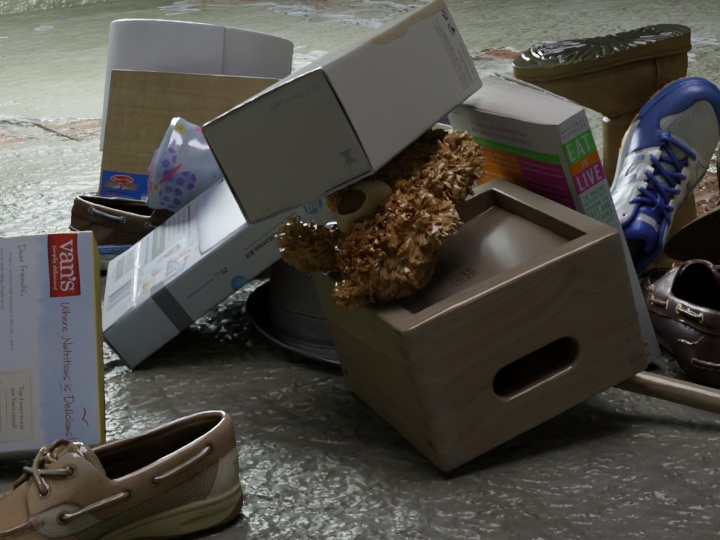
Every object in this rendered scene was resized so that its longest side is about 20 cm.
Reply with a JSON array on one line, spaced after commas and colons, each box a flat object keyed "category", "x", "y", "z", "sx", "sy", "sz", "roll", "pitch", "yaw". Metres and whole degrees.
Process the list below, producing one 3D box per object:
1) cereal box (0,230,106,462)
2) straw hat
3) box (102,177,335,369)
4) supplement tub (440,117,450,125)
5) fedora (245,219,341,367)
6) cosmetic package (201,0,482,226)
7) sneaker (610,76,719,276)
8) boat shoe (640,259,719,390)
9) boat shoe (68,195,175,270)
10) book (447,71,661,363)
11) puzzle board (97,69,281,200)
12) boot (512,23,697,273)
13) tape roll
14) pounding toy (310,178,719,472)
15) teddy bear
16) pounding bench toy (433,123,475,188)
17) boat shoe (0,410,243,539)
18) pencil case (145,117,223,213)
[{"category": "cereal box", "x": -0.265, "y": 0.053, "z": 0.895, "sx": 0.198, "sy": 0.145, "sz": 0.040, "roll": -3, "pitch": -17, "yaw": -6}, {"category": "straw hat", "x": 0.328, "y": -0.075, "z": 1.122, "sx": 0.199, "sy": 0.086, "sz": 0.201, "roll": -9, "pitch": -17, "yaw": -3}, {"category": "box", "x": -0.111, "y": -0.025, "z": 1.083, "sx": 0.199, "sy": 0.041, "sz": 0.156, "roll": -38, "pitch": 21, "yaw": 6}, {"category": "supplement tub", "x": 0.007, "y": -0.124, "z": 1.397, "sx": 0.198, "sy": 0.124, "sz": 0.122, "roll": -12, "pitch": 21, "yaw": -25}, {"category": "fedora", "x": 0.000, "y": 0.000, "z": 1.081, "sx": 0.176, "sy": 0.091, "sz": 0.199, "roll": -15, "pitch": 23, "yaw": -31}, {"category": "cosmetic package", "x": -0.006, "y": -0.108, "z": 0.916, "sx": 0.103, "sy": 0.074, "sz": 0.200, "roll": -21, "pitch": 11, "yaw": 30}, {"category": "sneaker", "x": 0.228, "y": -0.053, "z": 1.086, "sx": 0.075, "sy": 0.201, "sz": 0.088, "roll": 25, "pitch": 17, "yaw": -11}, {"category": "boat shoe", "x": 0.246, "y": 0.028, "z": 1.007, "sx": 0.070, "sy": 0.071, "sz": 0.200, "roll": -4, "pitch": 18, "yaw": -2}, {"category": "boat shoe", "x": -0.165, "y": -0.043, "z": 1.256, "sx": 0.198, "sy": 0.073, "sz": 0.072, "roll": -4, "pitch": 17, "yaw": -7}, {"category": "book", "x": 0.140, "y": -0.034, "z": 1.000, "sx": 0.048, "sy": 0.201, "sz": 0.133, "roll": -30, "pitch": 28, "yaw": -16}, {"category": "puzzle board", "x": -0.170, "y": -0.118, "z": 1.374, "sx": 0.198, "sy": 0.152, "sz": 0.017, "roll": 7, "pitch": 0, "yaw": 26}, {"category": "boot", "x": 0.211, "y": -0.091, "z": 1.157, "sx": 0.174, "sy": 0.202, "sz": 0.066, "roll": -12, "pitch": 21, "yaw": -20}, {"category": "tape roll", "x": -0.176, "y": -0.186, "z": 1.500, "sx": 0.200, "sy": 0.141, "sz": 0.203, "roll": 6, "pitch": 4, "yaw": 0}, {"category": "pounding toy", "x": 0.104, "y": 0.042, "z": 0.916, "sx": 0.199, "sy": 0.143, "sz": 0.184, "roll": -24, "pitch": 24, "yaw": -16}, {"category": "teddy bear", "x": 0.015, "y": -0.048, "z": 0.913, "sx": 0.144, "sy": 0.067, "sz": 0.200, "roll": -9, "pitch": 24, "yaw": 26}, {"category": "pounding bench toy", "x": 0.092, "y": -0.080, "z": 1.253, "sx": 0.155, "sy": 0.126, "sz": 0.199, "roll": -15, "pitch": 23, "yaw": -34}, {"category": "boat shoe", "x": -0.162, "y": 0.124, "z": 0.779, "sx": 0.198, "sy": 0.065, "sz": 0.071, "roll": -13, "pitch": 21, "yaw": -28}, {"category": "pencil case", "x": -0.085, "y": -0.065, "z": 1.201, "sx": 0.198, "sy": 0.084, "sz": 0.091, "roll": 18, "pitch": 13, "yaw": -10}]
